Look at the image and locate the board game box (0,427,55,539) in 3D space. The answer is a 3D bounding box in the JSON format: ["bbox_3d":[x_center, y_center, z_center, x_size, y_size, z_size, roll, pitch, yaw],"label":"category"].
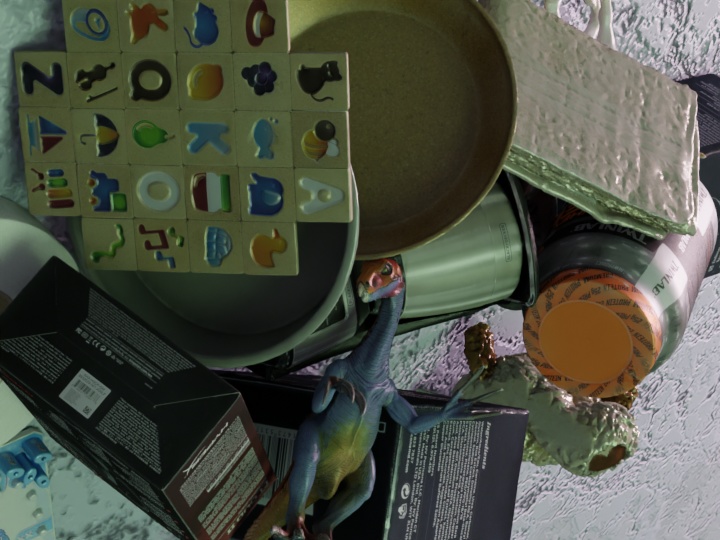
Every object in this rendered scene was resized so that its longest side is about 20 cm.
[{"bbox_3d":[-0.302,0.226,1.073,0.200,0.026,0.201,-24,137,-30],"label":"board game box"}]

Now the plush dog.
[{"bbox_3d":[0.155,0.129,1.379,0.200,0.161,0.172,-28,164,22],"label":"plush dog"}]

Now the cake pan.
[{"bbox_3d":[-0.088,-0.041,0.934,0.201,0.200,0.037,-65,167,20],"label":"cake pan"}]

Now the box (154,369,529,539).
[{"bbox_3d":[-0.010,0.142,1.110,0.200,0.196,0.118,9,88,-58],"label":"box"}]

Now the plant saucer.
[{"bbox_3d":[0.002,-0.101,0.973,0.200,0.200,0.035,-46,167,-4],"label":"plant saucer"}]

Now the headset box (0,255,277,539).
[{"bbox_3d":[-0.139,0.095,0.953,0.077,0.149,0.200,-51,162,-15],"label":"headset box"}]

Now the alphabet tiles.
[{"bbox_3d":[-0.103,-0.078,0.882,0.006,0.199,0.167,-61,151,-68],"label":"alphabet tiles"}]

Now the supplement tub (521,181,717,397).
[{"bbox_3d":[0.193,0.003,1.132,0.200,0.122,0.123,-54,160,-55],"label":"supplement tub"}]

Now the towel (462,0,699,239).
[{"bbox_3d":[0.157,-0.106,1.057,0.199,0.133,0.034,24,145,-24],"label":"towel"}]

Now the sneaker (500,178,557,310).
[{"bbox_3d":[0.113,-0.043,1.192,0.116,0.075,0.201,-45,144,-56],"label":"sneaker"}]

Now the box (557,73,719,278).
[{"bbox_3d":[0.261,-0.070,1.320,0.199,0.107,0.149,-17,133,-37],"label":"box"}]

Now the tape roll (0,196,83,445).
[{"bbox_3d":[-0.264,0.044,0.940,0.202,0.037,0.203,-28,139,-28],"label":"tape roll"}]

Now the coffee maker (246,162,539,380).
[{"bbox_3d":[0.000,0.000,1.075,0.199,0.135,0.192,-15,167,-18],"label":"coffee maker"}]

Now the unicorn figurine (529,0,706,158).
[{"bbox_3d":[0.167,-0.164,1.142,0.199,0.074,0.138,4,93,-28],"label":"unicorn figurine"}]

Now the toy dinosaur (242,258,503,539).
[{"bbox_3d":[-0.019,0.085,0.956,0.105,0.199,0.182,28,62,-43],"label":"toy dinosaur"}]
